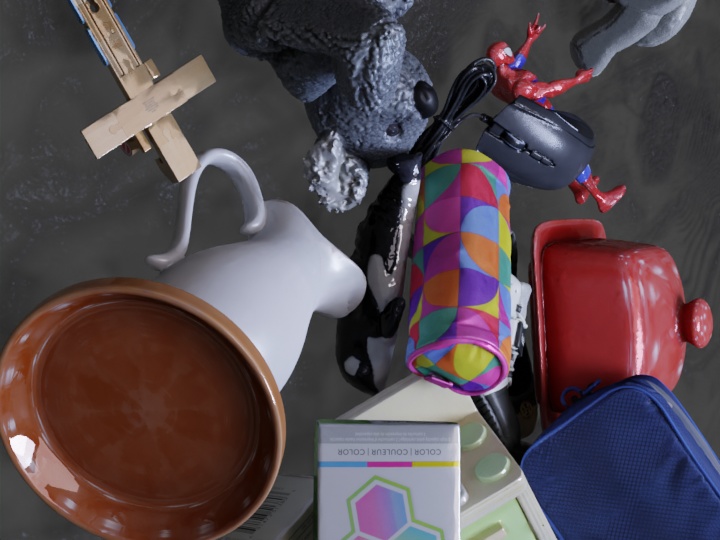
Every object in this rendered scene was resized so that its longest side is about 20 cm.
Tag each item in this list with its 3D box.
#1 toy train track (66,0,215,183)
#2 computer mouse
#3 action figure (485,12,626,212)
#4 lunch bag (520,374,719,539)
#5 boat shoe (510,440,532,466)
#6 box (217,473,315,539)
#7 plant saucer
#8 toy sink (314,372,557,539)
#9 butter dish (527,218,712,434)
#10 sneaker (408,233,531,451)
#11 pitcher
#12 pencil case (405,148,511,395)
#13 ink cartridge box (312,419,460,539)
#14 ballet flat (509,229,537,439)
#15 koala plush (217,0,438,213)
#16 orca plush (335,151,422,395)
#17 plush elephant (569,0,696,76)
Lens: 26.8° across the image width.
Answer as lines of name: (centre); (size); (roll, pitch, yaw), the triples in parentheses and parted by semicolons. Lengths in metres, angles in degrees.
toy train track: (-0.179, -0.154, 1.090); (0.115, 0.032, 0.201); (-37, 107, -30)
computer mouse: (0.124, -0.090, 1.315); (0.200, 0.046, 0.141); (24, 113, -46)
action figure: (0.189, -0.156, 1.400); (0.099, 0.065, 0.200); (-52, 123, -9)
lunch bag: (0.227, 0.180, 1.250); (0.201, 0.136, 0.132); (58, 14, 11)
boat shoe: (0.092, 0.164, 1.308); (0.199, 0.071, 0.064); (24, 40, -32)
box: (-0.028, 0.264, 1.176); (0.095, 0.077, 0.201); (-43, 116, -35)
plant saucer: (-0.146, 0.095, 1.009); (0.201, 0.199, 0.032); (64, 21, -20)
toy sink: (0.071, 0.196, 1.199); (0.130, 0.112, 0.201); (-30, 120, -4)
butter dish: (0.245, 0.049, 1.373); (0.200, 0.147, 0.201); (-5, 91, -61)
sneaker: (0.112, 0.050, 1.271); (0.088, 0.074, 0.201); (-18, 83, -9)
pitcher: (-0.105, 0.013, 1.104); (0.172, 0.121, 0.200); (51, 43, -6)
pencil case: (0.079, 0.000, 1.198); (0.088, 0.088, 0.201); (38, 41, -35)
ink cartridge box: (0.018, 0.209, 1.094); (0.103, 0.059, 0.201); (1, 86, -5)
ballet flat: (0.125, 0.057, 1.341); (0.066, 0.057, 0.201); (-25, 106, -42)
koala plush: (-0.006, -0.161, 1.186); (0.178, 0.183, 0.200); (-61, 147, -32)
orca plush: (0.000, 0.000, 1.211); (0.071, 0.105, 0.201); (8, 119, -6)
plush elephant: (0.281, -0.309, 1.446); (0.165, 0.199, 0.155); (62, 33, -13)
